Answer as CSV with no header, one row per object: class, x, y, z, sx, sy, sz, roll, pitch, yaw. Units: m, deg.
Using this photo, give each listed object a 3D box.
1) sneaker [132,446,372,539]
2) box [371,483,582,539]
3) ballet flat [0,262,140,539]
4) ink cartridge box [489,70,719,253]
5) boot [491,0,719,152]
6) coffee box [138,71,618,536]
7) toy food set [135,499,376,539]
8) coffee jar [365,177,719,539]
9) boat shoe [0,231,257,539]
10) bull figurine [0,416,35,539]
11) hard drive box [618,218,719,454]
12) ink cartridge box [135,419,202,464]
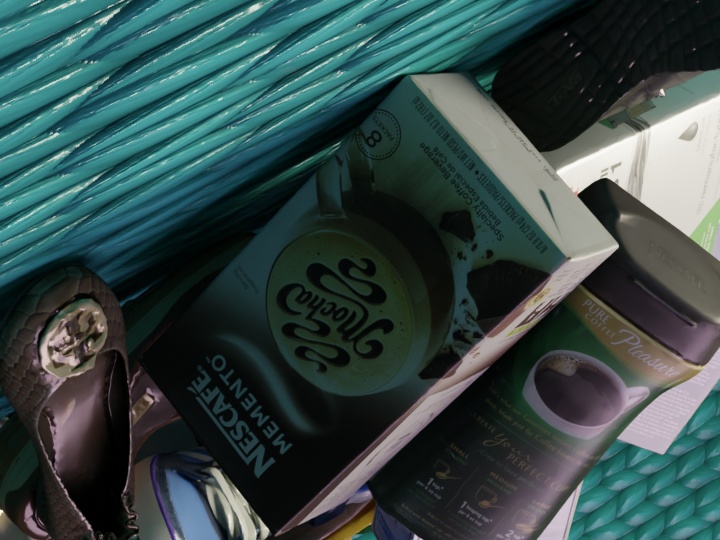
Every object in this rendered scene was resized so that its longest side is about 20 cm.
sneaker,-0.055,0.127,1.129,0.146,0.081,0.200,-22,179,5
box,0.081,0.100,1.146,0.116,0.060,0.201,-3,125,-20
ballet flat,-0.128,0.074,0.856,0.067,0.046,0.200,-30,146,-27
ink cartridge box,0.122,-0.035,1.041,0.200,0.084,0.147,-26,134,-43
boot,0.163,-0.130,0.899,0.200,0.068,0.131,-26,-175,37
coffee box,0.006,0.016,0.870,0.200,0.113,0.080,-46,167,23
toy food set,-0.068,0.171,1.283,0.200,0.049,0.198,-29,-162,-23
coffee jar,0.095,0.053,0.931,0.200,0.104,0.085,-49,-163,21
boat shoe,-0.125,0.046,0.969,0.200,0.076,0.072,-43,138,-16
bull figurine,-0.185,0.126,1.050,0.065,0.201,0.122,0,147,24
hard drive box,0.204,-0.007,1.222,0.200,0.077,0.156,-59,-157,26
ink cartridge box,-0.167,0.117,1.291,0.145,0.084,0.200,-32,174,30
